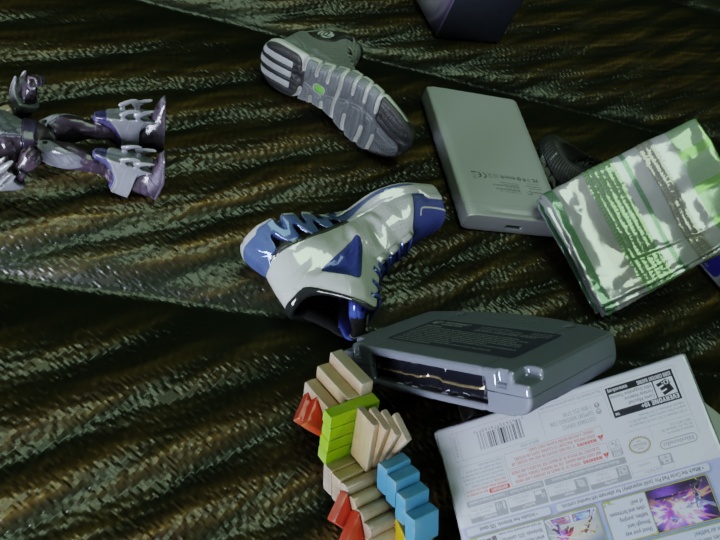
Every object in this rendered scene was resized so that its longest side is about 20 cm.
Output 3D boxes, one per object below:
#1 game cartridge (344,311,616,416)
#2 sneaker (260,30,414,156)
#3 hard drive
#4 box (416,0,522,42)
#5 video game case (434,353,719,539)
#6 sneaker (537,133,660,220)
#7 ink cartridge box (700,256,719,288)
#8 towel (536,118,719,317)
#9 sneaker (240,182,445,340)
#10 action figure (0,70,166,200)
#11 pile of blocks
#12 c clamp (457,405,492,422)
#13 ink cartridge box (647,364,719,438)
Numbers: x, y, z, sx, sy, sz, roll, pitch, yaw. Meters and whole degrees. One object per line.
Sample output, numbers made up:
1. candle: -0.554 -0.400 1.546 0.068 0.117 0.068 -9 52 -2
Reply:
1. game cartridge: 0.096 0.067 0.624 0.132 0.198 0.042 -20 105 -38
2. sneaker: -0.006 -0.217 0.867 0.198 0.076 0.116 35 45 6
3. hard drive: 0.153 -0.131 0.904 0.129 0.027 0.203 4 53 -22
4. box: 0.150 -0.459 1.044 0.121 0.201 0.201 -6 56 -29
5. video game case: 0.170 0.180 0.554 0.197 0.045 0.184 -20 64 15
6. sneaker: 0.289 -0.100 0.899 0.066 0.091 0.202 -16 62 -34
7. ink cartridge box: 0.476 -0.050 0.873 0.043 0.201 0.200 -17 62 -33
8. towel: 0.310 -0.060 0.826 0.197 0.031 0.151 -27 79 2
9. sneaker: -0.001 0.000 0.701 0.196 0.081 0.116 -18 66 -27
10. action figure: -0.270 -0.116 0.667 0.196 0.070 0.132 2 58 -20
11. pile of blocks: 0.002 0.157 0.567 0.061 0.083 0.202 -14 61 -33
12. c clamp: 0.131 0.175 0.656 0.168 0.027 0.203 1 52 -31
13. ink cartridge box: 0.288 0.201 0.652 0.199 0.084 0.146 39 44 1
